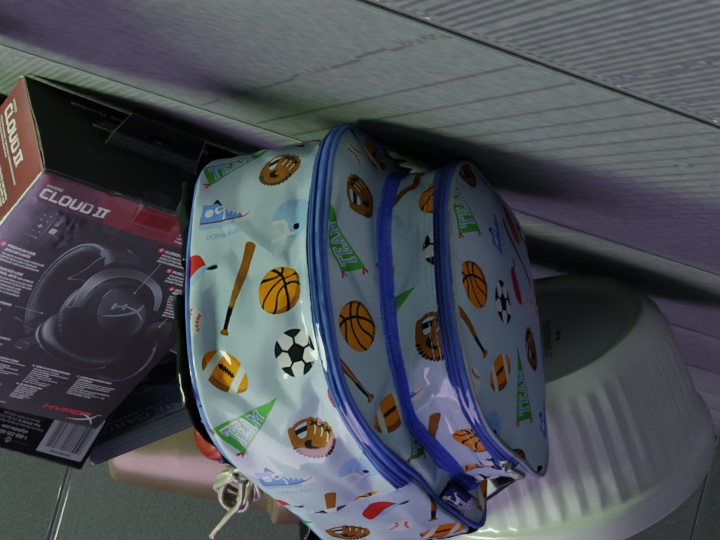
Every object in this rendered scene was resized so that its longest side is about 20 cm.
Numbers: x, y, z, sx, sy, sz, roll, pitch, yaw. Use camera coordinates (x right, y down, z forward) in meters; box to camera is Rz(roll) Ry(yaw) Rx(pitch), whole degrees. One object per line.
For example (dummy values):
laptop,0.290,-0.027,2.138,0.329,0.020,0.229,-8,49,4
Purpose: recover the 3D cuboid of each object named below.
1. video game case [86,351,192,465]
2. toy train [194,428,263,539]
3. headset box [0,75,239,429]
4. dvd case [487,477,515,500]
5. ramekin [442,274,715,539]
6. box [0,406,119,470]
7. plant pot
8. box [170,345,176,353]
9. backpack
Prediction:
video game case,-0.147,0.071,1.284,0.143,0.019,0.200,-21,-156,-5
toy train,-0.074,0.060,1.015,0.084,0.200,0.116,-4,-126,-38
headset box,-0.161,-0.010,0.949,0.149,0.200,0.077,17,-142,-38
dvd case,0.002,0.067,1.027,0.025,0.200,0.150,-23,166,-34
ramekin,0.115,0.085,1.072,0.200,0.105,0.200,-16,-158,7
box,-0.264,0.025,1.183,0.200,0.124,0.148,37,-173,40
plant pot,-0.120,0.111,1.395,0.174,0.201,0.200,-1,178,-6
box,-0.068,0.039,1.192,0.200,0.051,0.158,28,-168,-17
backpack,-0.001,0.029,0.782,0.154,0.201,0.190,-21,151,24
